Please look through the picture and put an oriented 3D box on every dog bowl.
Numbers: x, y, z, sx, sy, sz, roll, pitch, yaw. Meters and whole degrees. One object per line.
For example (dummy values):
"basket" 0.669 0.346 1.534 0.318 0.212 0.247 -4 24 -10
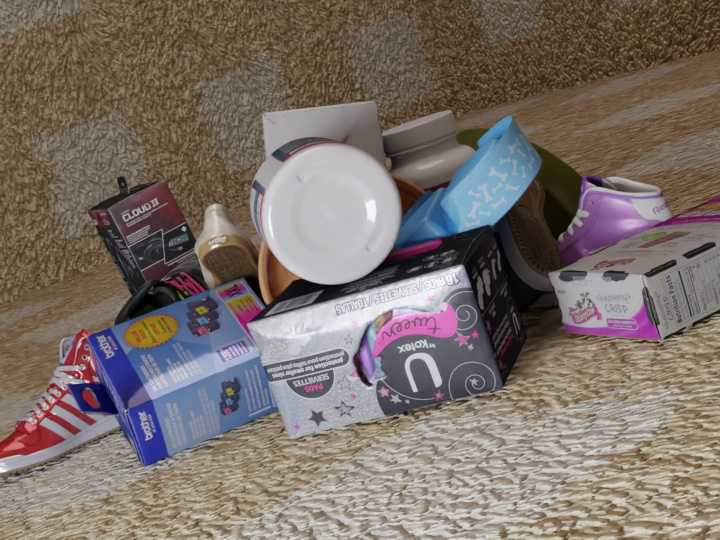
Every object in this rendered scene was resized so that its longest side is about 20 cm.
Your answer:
"dog bowl" 0.089 -0.055 1.251 0.200 0.050 0.112 -45 8 34

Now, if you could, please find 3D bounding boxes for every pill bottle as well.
"pill bottle" -0.038 -0.060 1.229 0.119 0.120 0.200 -20 11 -6
"pill bottle" 0.090 -0.067 1.492 0.112 0.200 0.112 -18 9 3

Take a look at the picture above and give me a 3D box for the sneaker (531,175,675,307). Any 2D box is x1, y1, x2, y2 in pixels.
"sneaker" 0.213 -0.033 1.320 0.200 0.114 0.073 -14 12 35

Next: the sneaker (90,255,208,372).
"sneaker" -0.194 0.039 1.424 0.200 0.074 0.087 -43 -2 -42

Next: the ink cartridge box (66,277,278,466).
"ink cartridge box" -0.172 0.099 1.301 0.200 0.076 0.136 -23 37 -16

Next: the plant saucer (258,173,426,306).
"plant saucer" 0.000 0.000 1.346 0.200 0.200 0.037 -20 -13 -6

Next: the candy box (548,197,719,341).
"candy box" 0.283 -0.005 1.173 0.200 0.061 0.136 -22 10 -23

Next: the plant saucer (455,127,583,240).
"plant saucer" 0.183 -0.085 1.549 0.031 0.200 0.200 -56 23 -18

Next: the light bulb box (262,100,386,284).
"light bulb box" -0.035 -0.055 1.480 0.125 0.199 0.200 -6 -11 -4

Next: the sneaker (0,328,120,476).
"sneaker" -0.316 0.132 1.421 0.200 0.113 0.071 -25 10 -31

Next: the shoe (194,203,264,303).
"shoe" -0.126 0.000 1.399 0.070 0.053 0.200 -19 -29 -4

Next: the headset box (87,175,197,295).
"headset box" -0.233 -0.015 1.563 0.077 0.200 0.149 -28 10 -17

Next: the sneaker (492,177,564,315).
"sneaker" 0.130 -0.027 1.325 0.109 0.070 0.200 -54 27 32

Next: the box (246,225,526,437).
"box" 0.027 0.054 1.179 0.200 0.115 0.132 -16 11 20
